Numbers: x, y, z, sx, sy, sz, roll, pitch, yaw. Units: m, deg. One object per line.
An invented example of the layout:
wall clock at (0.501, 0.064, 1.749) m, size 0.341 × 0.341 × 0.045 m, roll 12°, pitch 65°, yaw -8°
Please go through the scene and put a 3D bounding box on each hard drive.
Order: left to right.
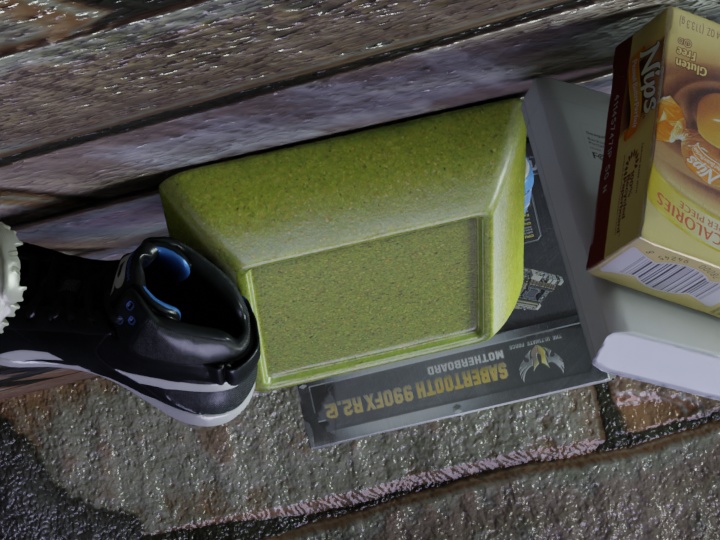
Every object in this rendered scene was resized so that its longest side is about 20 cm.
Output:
hard drive at (0.154, -0.012, 1.172) m, size 0.131 × 0.201 × 0.027 m, roll 14°, pitch 125°, yaw -18°

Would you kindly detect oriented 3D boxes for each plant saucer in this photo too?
plant saucer at (0.000, 0.000, 1.347) m, size 0.199 × 0.048 × 0.200 m, roll -12°, pitch 149°, yaw -4°

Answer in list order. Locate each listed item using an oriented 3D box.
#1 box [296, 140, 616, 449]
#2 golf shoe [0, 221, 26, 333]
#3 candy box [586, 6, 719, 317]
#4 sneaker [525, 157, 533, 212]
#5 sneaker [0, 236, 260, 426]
box at (0.048, 0.015, 1.551) m, size 0.199 × 0.159 × 0.048 m, roll -14°, pitch 176°, yaw 9°
golf shoe at (-0.263, 0.020, 1.213) m, size 0.199 × 0.079 × 0.097 m, roll -16°, pitch 170°, yaw 23°
candy box at (0.206, -0.029, 1.109) m, size 0.199 × 0.116 × 0.055 m, roll 18°, pitch 157°, yaw -18°
sneaker at (0.010, -0.039, 1.419) m, size 0.199 × 0.076 × 0.077 m, roll -9°, pitch 149°, yaw -28°
sneaker at (-0.144, 0.008, 1.297) m, size 0.199 × 0.073 × 0.112 m, roll 18°, pitch 150°, yaw 0°
